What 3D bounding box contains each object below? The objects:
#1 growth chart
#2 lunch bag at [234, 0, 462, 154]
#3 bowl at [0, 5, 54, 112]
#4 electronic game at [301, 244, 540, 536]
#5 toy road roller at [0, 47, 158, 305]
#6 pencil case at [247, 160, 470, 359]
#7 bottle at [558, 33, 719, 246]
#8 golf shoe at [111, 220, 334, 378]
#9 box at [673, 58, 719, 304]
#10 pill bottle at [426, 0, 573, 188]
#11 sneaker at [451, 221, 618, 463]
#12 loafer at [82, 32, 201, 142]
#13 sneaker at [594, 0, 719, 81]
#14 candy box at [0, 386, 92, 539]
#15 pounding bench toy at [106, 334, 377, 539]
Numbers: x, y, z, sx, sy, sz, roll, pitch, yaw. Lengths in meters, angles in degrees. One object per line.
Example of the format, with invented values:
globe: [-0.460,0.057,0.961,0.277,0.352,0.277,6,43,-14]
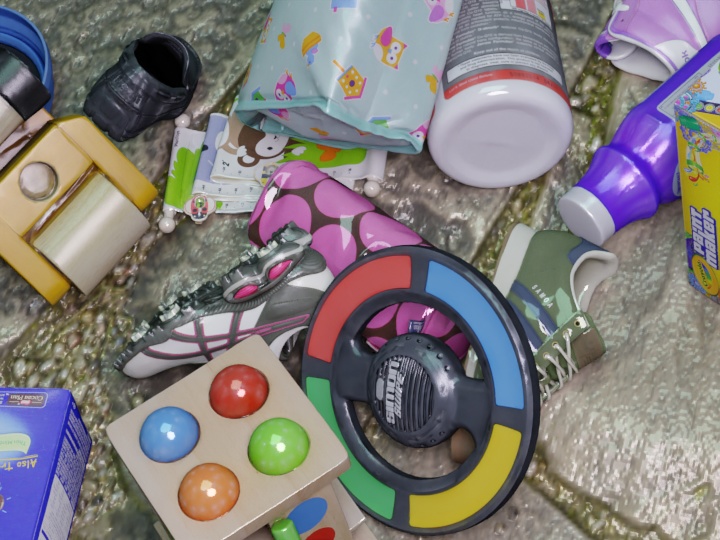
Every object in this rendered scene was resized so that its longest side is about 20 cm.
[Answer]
growth chart: [-0.068,-0.100,1.536,0.198,0.018,0.146,-8,51,6]
lunch bag: [-0.016,-0.186,1.464,0.199,0.121,0.172,7,81,60]
bowl: [-0.362,-0.149,1.628,0.199,0.040,0.202,-6,52,8]
electronic game: [0.038,0.083,1.283,0.199,0.202,0.041,32,25,31]
toy road roller: [-0.272,-0.079,1.495,0.123,0.200,0.146,-47,16,-9]
pencil case: [0.000,0.000,1.405,0.200,0.090,0.094,37,102,35]
bottle: [0.235,-0.097,1.420,0.200,0.084,0.065,-40,55,-19]
golf shoe: [-0.100,0.047,1.381,0.199,0.088,0.077,-28,14,31]
box: [0.331,-0.082,1.312,0.192,0.201,0.122,-42,55,-20]
pill bottle: [0.102,-0.175,1.490,0.115,0.116,0.201,-9,52,6]
sneaker: [0.131,0.053,1.340,0.089,0.067,0.201,9,57,17]
loafer: [-0.164,-0.160,1.521,0.070,0.068,0.201,-46,4,21]
sneaker: [0.223,-0.235,1.538,0.114,0.073,0.201,-32,53,-8]
candy box: [-0.297,0.185,1.334,0.167,0.077,0.201,1,52,12]
pounding bench toy: [-0.058,0.171,1.238,0.124,0.157,0.200,-32,53,-12]
